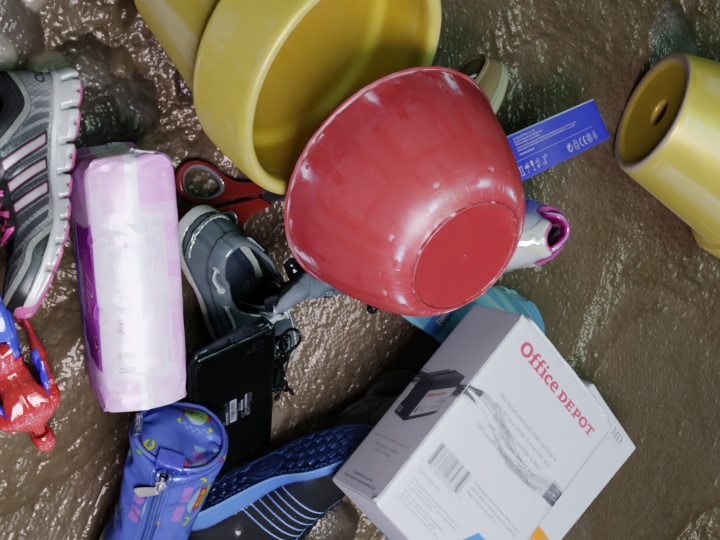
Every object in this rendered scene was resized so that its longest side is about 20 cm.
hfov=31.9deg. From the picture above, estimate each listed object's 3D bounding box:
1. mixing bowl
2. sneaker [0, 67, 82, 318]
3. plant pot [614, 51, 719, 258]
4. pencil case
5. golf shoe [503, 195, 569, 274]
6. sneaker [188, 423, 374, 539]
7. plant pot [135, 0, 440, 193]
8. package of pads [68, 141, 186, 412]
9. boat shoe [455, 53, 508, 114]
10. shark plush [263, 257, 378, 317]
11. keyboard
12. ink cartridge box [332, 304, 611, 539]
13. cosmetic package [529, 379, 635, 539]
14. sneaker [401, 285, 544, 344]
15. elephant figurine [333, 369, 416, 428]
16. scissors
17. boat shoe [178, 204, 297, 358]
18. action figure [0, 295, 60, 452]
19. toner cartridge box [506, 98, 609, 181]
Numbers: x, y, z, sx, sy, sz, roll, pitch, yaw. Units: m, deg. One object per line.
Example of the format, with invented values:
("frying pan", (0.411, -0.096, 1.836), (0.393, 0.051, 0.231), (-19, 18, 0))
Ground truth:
("mixing bowl", (0.053, -0.041, 0.960), (0.198, 0.108, 0.202), (-22, 136, -23))
("sneaker", (-0.267, -0.065, 0.963), (0.086, 0.074, 0.203), (8, 77, -22))
("plant pot", (0.370, -0.122, 1.277), (0.187, 0.201, 0.203), (23, 86, -16))
("pencil case", (-0.169, 0.198, 1.017), (0.077, 0.087, 0.202), (23, 121, 0))
("golf shoe", (0.157, -0.032, 1.172), (0.200, 0.090, 0.077), (-26, 111, -67))
("sneaker", (-0.060, 0.203, 1.106), (0.198, 0.070, 0.079), (-23, 111, 11))
("plant pot", (-0.070, -0.194, 0.971), (0.200, 0.189, 0.202), (-34, 149, -24))
("package of pads", (-0.185, 0.002, 1.000), (0.075, 0.120, 0.203), (-6, 100, -18))
("boat shoe", (0.053, -0.125, 1.078), (0.201, 0.073, 0.063), (-48, 116, -19))
("shark plush", (0.000, 0.000, 1.068), (0.199, 0.083, 0.091), (-5, 139, -56))
("keyboard", (-0.104, 0.100, 1.066), (0.103, 0.040, 0.201), (-24, 149, -22))
("ink cartridge box", (0.097, 0.153, 1.063), (0.200, 0.083, 0.145), (-49, 115, -15))
("cosmetic package", (0.176, 0.212, 1.275), (0.200, 0.071, 0.102), (-47, 117, -16))
("sneaker", (0.098, 0.026, 1.206), (0.080, 0.130, 0.200), (-44, 84, 17))
("elephant figurine", (0.039, 0.157, 1.163), (0.198, 0.141, 0.157), (31, 53, -14))
("scissors", (-0.080, -0.062, 1.118), (0.198, 0.014, 0.074), (-4, 92, -32))
("boat shoe", (-0.093, 0.027, 1.062), (0.073, 0.061, 0.201), (-48, 141, -19))
("action figure", (-0.287, 0.057, 0.994), (0.065, 0.052, 0.202), (-28, 110, -19))
("toner cartridge box", (0.139, -0.101, 1.150), (0.199, 0.094, 0.044), (-27, 93, -48))
